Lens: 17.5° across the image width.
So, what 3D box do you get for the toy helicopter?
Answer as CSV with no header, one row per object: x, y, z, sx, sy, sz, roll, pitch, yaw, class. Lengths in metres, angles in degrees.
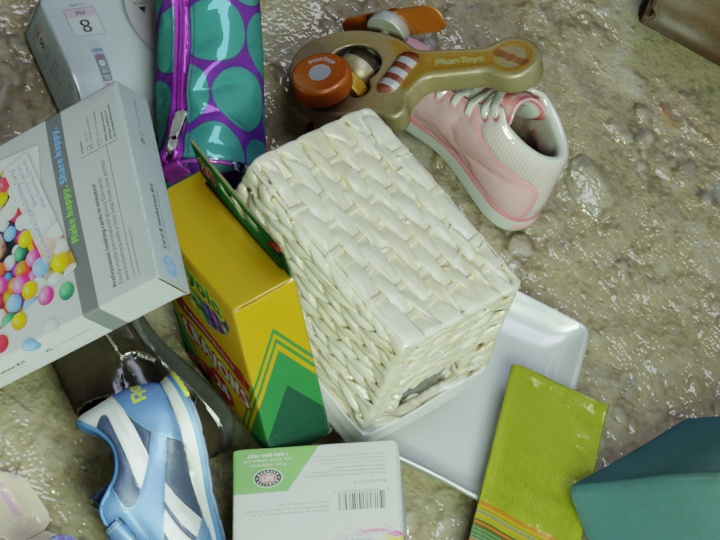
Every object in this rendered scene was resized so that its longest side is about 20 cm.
0.043,-0.160,1.825,0.199,0.079,0.133,-4,47,9,toy helicopter

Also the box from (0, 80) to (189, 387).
-0.219,-0.015,1.569,0.041,0.200,0.156,31,39,-53,box

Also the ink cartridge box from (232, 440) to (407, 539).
-0.025,0.214,1.550,0.117,0.067,0.201,-4,49,2,ink cartridge box

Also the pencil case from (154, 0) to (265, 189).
-0.115,-0.152,1.732,0.092,0.085,0.201,27,56,-58,pencil case

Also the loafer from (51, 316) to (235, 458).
-0.175,0.066,1.608,0.200,0.073,0.071,40,48,2,loafer

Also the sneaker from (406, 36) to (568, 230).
0.090,-0.135,1.865,0.075,0.105,0.200,-32,76,-37,sneaker

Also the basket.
0.000,0.000,1.676,0.135,0.124,0.200,-28,67,-33,basket

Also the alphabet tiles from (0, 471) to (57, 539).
-0.274,0.208,1.500,0.200,0.015,0.196,-28,74,-38,alphabet tiles

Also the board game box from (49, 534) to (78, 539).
-0.132,0.250,1.462,0.039,0.158,0.201,-26,66,8,board game box

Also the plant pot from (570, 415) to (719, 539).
0.283,0.182,1.661,0.141,0.200,0.142,-24,95,-37,plant pot

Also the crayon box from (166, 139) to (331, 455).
-0.086,0.023,1.583,0.051,0.200,0.127,-29,50,-16,crayon box

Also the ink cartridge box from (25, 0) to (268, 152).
-0.143,-0.125,1.773,0.162,0.057,0.200,-11,60,-33,ink cartridge box

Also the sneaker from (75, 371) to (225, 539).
-0.134,0.172,1.549,0.082,0.074,0.201,-12,83,-13,sneaker

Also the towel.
0.129,0.163,1.704,0.086,0.018,0.200,27,52,-13,towel

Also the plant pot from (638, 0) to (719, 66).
0.360,-0.246,2.035,0.198,0.201,0.201,24,50,-1,plant pot

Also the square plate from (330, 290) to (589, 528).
0.064,0.078,1.755,0.199,0.028,0.199,27,51,-9,square plate
